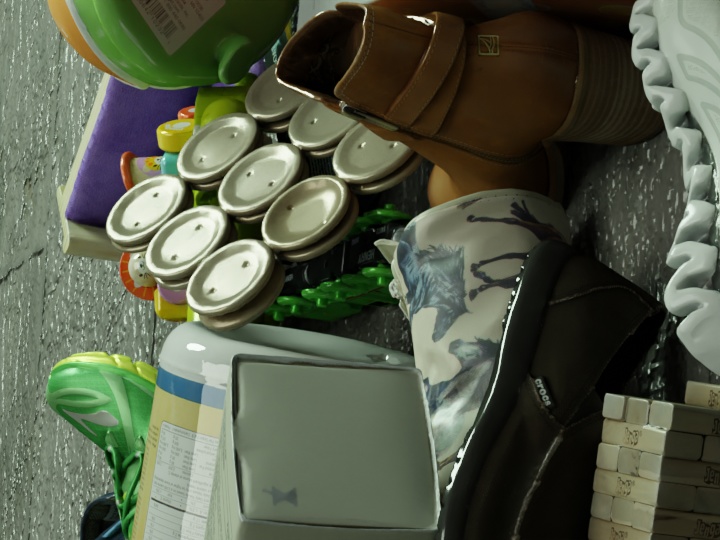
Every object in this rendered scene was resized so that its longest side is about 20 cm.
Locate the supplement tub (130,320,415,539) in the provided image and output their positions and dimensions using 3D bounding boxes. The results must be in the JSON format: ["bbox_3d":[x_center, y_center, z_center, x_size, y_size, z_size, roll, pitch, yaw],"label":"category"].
[{"bbox_3d":[-0.043,0.134,1.304,0.145,0.144,0.201,-161,79,-67],"label":"supplement tub"}]

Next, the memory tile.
[{"bbox_3d":[-0.031,-0.059,1.325,0.200,0.017,0.153,-42,36,-10],"label":"memory tile"}]

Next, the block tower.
[{"bbox_3d":[0.120,0.143,1.026,0.054,0.058,0.201,-172,91,-67],"label":"block tower"}]

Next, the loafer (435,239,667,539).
[{"bbox_3d":[0.081,0.079,1.064,0.073,0.071,0.201,73,-149,-63],"label":"loafer"}]

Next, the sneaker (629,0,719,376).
[{"bbox_3d":[0.158,-0.058,0.999,0.081,0.075,0.201,-34,53,43],"label":"sneaker"}]

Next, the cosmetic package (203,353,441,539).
[{"bbox_3d":[-0.025,0.144,1.134,0.104,0.087,0.200,-95,11,-47],"label":"cosmetic package"}]

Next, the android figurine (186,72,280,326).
[{"bbox_3d":[-0.071,-0.021,1.463,0.182,0.041,0.201,84,-172,-51],"label":"android figurine"}]

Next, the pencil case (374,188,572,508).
[{"bbox_3d":[0.059,0.068,1.159,0.089,0.078,0.201,-17,62,26],"label":"pencil case"}]

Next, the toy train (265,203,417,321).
[{"bbox_3d":[0.000,0.000,1.357,0.200,0.056,0.042,161,116,-68],"label":"toy train"}]

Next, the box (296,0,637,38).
[{"bbox_3d":[0.066,-0.158,1.164,0.200,0.124,0.098,166,110,-66],"label":"box"}]

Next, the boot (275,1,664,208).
[{"bbox_3d":[0.031,-0.074,1.178,0.200,0.154,0.074,141,132,-59],"label":"boot"}]

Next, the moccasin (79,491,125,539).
[{"bbox_3d":[-0.129,0.149,1.490,0.081,0.068,0.200,-61,-6,23],"label":"moccasin"}]

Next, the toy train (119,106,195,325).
[{"bbox_3d":[-0.110,0.003,1.548,0.150,0.055,0.201,75,-167,-59],"label":"toy train"}]

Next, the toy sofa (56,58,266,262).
[{"bbox_3d":[-0.128,-0.090,1.660,0.098,0.083,0.200,-108,34,-49],"label":"toy sofa"}]

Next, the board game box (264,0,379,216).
[{"bbox_3d":[-0.015,-0.123,1.469,0.135,0.028,0.201,123,146,-46],"label":"board game box"}]

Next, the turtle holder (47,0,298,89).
[{"bbox_3d":[-0.105,-0.190,1.461,0.132,0.141,0.186,-1,70,52],"label":"turtle holder"}]

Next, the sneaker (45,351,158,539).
[{"bbox_3d":[-0.105,0.119,1.416,0.200,0.084,0.074,40,156,18],"label":"sneaker"}]
